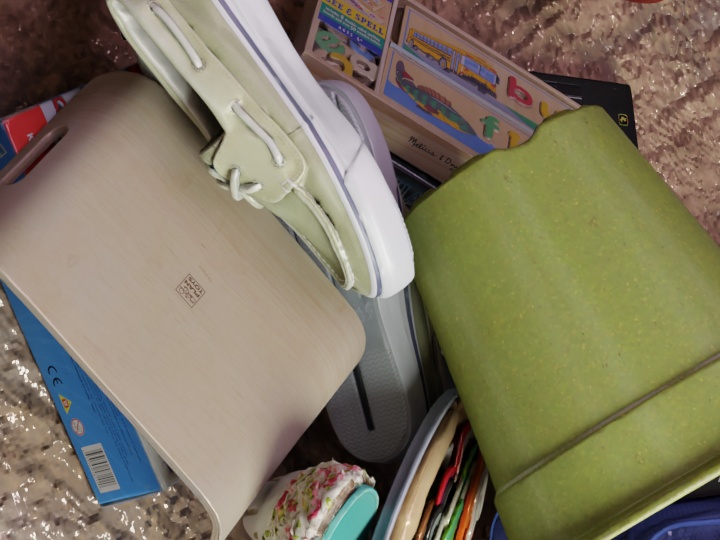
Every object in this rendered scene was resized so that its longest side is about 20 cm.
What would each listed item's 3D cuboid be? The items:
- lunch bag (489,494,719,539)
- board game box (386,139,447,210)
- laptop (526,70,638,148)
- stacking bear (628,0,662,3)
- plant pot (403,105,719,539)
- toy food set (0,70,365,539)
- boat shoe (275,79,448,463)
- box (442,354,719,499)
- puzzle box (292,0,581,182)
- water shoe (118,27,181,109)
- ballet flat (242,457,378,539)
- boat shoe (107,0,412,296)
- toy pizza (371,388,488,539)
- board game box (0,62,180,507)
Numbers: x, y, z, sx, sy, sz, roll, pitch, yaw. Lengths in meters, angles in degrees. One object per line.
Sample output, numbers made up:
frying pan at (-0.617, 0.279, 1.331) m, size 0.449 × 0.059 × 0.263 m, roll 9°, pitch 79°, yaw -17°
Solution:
lunch bag at (0.156, 0.193, 1.313) m, size 0.199 × 0.132 × 0.137 m, roll 0°, pitch 97°, yaw -43°
board game box at (0.076, -0.049, 1.286) m, size 0.199 × 0.028 × 0.136 m, roll 31°, pitch 30°, yaw -13°
laptop at (0.145, -0.037, 1.378) m, size 0.176 × 0.103 × 0.201 m, roll 4°, pitch 76°, yaw -40°
stacking bear at (0.091, -0.238, 1.390) m, size 0.199 × 0.114 × 0.122 m, roll 6°, pitch 93°, yaw -32°
plant pot at (0.115, 0.028, 1.128) m, size 0.199 × 0.200 × 0.191 m, roll -20°, pitch 76°, yaw -45°
toy food set at (-0.098, 0.019, 1.096) m, size 0.200 × 0.060 × 0.144 m, roll 49°, pitch 49°, yaw -12°
boat shoe at (0.000, 0.000, 1.191) m, size 0.062 × 0.072 × 0.201 m, roll -16°, pitch 97°, yaw -63°
box at (0.153, 0.071, 1.331) m, size 0.199 × 0.160 × 0.044 m, roll -1°, pitch 120°, yaw -45°
puzzle box at (0.054, -0.092, 1.266) m, size 0.199 × 0.025 × 0.133 m, roll 30°, pitch 30°, yaw -12°
water shoe at (-0.104, -0.164, 1.174) m, size 0.071 × 0.079 × 0.201 m, roll -5°, pitch 67°, yaw -22°
ballet flat at (-0.027, 0.138, 1.136) m, size 0.064 × 0.200 × 0.076 m, roll 33°, pitch 70°, yaw 17°
boat shoe at (-0.048, -0.066, 1.088) m, size 0.062 × 0.072 × 0.201 m, roll -35°, pitch 95°, yaw -16°
toy pizza at (0.034, 0.157, 1.186) m, size 0.200 × 0.032 × 0.201 m, roll 18°, pitch 90°, yaw -77°
board game box at (-0.092, -0.011, 1.182) m, size 0.195 × 0.056 × 0.201 m, roll -30°, pitch 99°, yaw -44°
